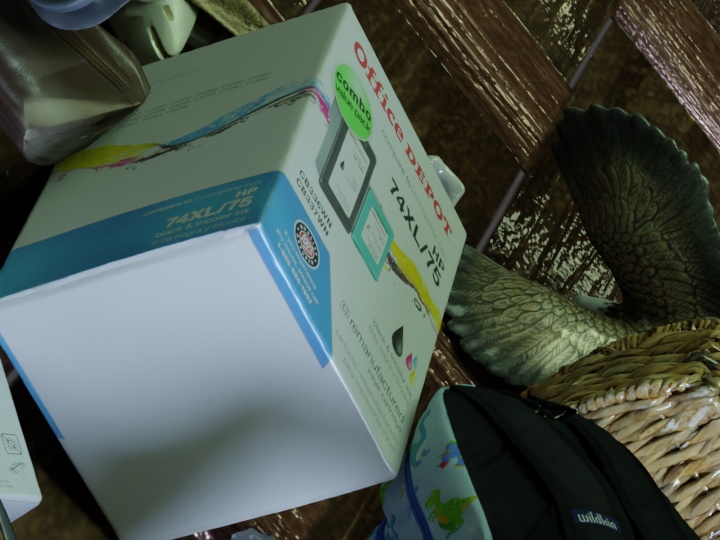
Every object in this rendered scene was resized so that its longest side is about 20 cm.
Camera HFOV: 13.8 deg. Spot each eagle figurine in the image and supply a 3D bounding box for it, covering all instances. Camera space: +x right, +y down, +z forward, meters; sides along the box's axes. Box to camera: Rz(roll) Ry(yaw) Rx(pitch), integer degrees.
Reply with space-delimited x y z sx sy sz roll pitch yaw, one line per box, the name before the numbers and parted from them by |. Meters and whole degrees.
eagle figurine | 0.153 0.025 1.725 0.200 0.151 0.152 47 40 -36

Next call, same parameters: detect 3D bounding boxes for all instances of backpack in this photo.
backpack | 0.079 0.133 1.319 0.163 0.154 0.200 13 39 -28

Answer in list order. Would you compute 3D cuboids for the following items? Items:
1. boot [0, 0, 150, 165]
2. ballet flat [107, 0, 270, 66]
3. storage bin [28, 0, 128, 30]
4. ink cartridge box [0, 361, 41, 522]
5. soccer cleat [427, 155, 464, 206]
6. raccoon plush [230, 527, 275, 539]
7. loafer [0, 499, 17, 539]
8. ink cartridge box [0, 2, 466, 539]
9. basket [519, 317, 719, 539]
boot | -0.156 -0.136 1.425 0.200 0.064 0.186 39 40 18
ballet flat | -0.084 -0.119 1.579 0.200 0.071 0.065 38 49 -22
storage bin | -0.155 -0.232 1.332 0.134 0.146 0.200 31 24 -57
ink cartridge box | -0.209 0.016 1.295 0.099 0.039 0.200 11 54 -50
soccer cleat | 0.000 0.000 1.560 0.070 0.086 0.200 48 32 -14
raccoon plush | 0.024 0.191 1.364 0.200 0.134 0.097 54 32 -4
loafer | -0.177 0.081 1.182 0.073 0.072 0.200 -31 90 -27
ink cartridge box | -0.057 -0.001 1.390 0.147 0.146 0.200 62 25 -27
basket | 0.149 0.101 1.566 0.143 0.200 0.149 50 33 -7
